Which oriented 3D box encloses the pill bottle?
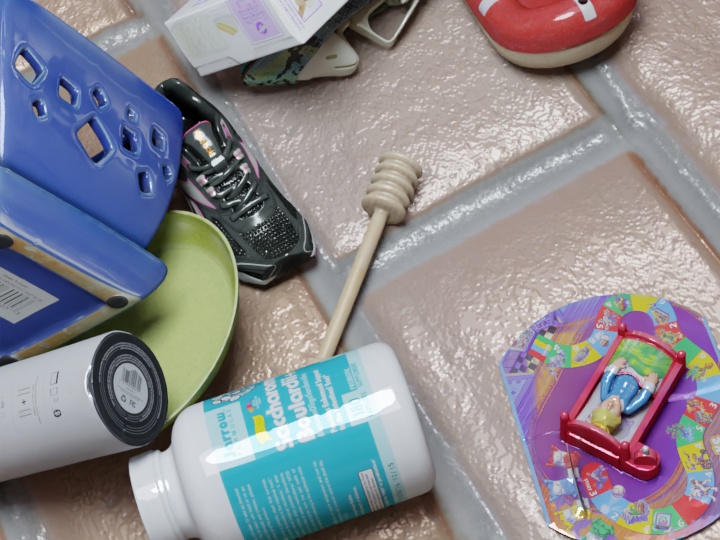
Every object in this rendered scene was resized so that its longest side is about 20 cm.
[{"bbox_3d":[-0.055,0.130,1.092,0.199,0.111,0.111,-19,57,-3],"label":"pill bottle"}]

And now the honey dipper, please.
[{"bbox_3d":[0.000,0.000,1.209,0.038,0.038,0.201,13,64,17],"label":"honey dipper"}]

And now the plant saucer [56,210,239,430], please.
[{"bbox_3d":[-0.166,0.049,1.178,0.199,0.031,0.201,-18,53,25],"label":"plant saucer"}]

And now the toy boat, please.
[{"bbox_3d":[0.143,-0.266,1.290,0.130,0.131,0.201,-25,58,-6],"label":"toy boat"}]

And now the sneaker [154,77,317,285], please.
[{"bbox_3d":[-0.114,-0.073,1.243,0.080,0.087,0.200,-38,61,-12],"label":"sneaker"}]

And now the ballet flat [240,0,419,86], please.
[{"bbox_3d":[-0.009,-0.205,1.322,0.200,0.074,0.074,-42,61,-12],"label":"ballet flat"}]

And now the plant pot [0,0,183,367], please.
[{"bbox_3d":[-0.258,-0.051,1.151,0.199,0.200,0.181,-25,53,27],"label":"plant pot"}]

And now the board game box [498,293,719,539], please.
[{"bbox_3d":[0.188,0.093,1.114,0.157,0.039,0.201,-15,58,1],"label":"board game box"}]

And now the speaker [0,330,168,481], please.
[{"bbox_3d":[-0.236,0.104,1.114,0.199,0.081,0.082,-17,53,31],"label":"speaker"}]

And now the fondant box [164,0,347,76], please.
[{"bbox_3d":[-0.047,-0.249,1.294,0.144,0.058,0.200,-8,35,50],"label":"fondant box"}]
